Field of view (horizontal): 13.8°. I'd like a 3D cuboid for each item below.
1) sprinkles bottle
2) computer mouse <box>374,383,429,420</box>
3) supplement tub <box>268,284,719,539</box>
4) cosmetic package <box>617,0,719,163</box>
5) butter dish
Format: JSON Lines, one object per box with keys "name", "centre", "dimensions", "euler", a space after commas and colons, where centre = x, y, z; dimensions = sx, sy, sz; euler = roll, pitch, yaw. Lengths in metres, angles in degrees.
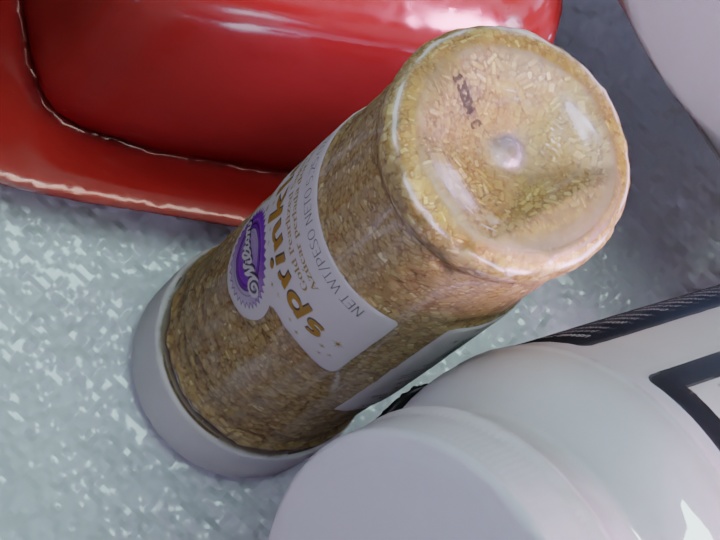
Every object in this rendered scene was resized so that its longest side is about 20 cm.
{"name": "sprinkles bottle", "centre": [0.000, 0.000, 0.806], "dimensions": [0.068, 0.200, 0.068], "euler": [8, 69, -21]}
{"name": "computer mouse", "centre": [0.033, 0.143, 0.847], "dimensions": [0.200, 0.053, 0.139], "euler": [52, 55, -11]}
{"name": "supplement tub", "centre": [0.088, 0.078, 0.781], "dimensions": [0.200, 0.140, 0.140], "euler": [-15, 78, -40]}
{"name": "cosmetic package", "centre": [0.179, -0.128, 0.891], "dimensions": [0.165, 0.165, 0.200], "euler": [56, 29, -10]}
{"name": "butter dish", "centre": [-0.010, -0.122, 0.876], "dimensions": [0.199, 0.148, 0.200], "euler": [9, 68, -21]}
